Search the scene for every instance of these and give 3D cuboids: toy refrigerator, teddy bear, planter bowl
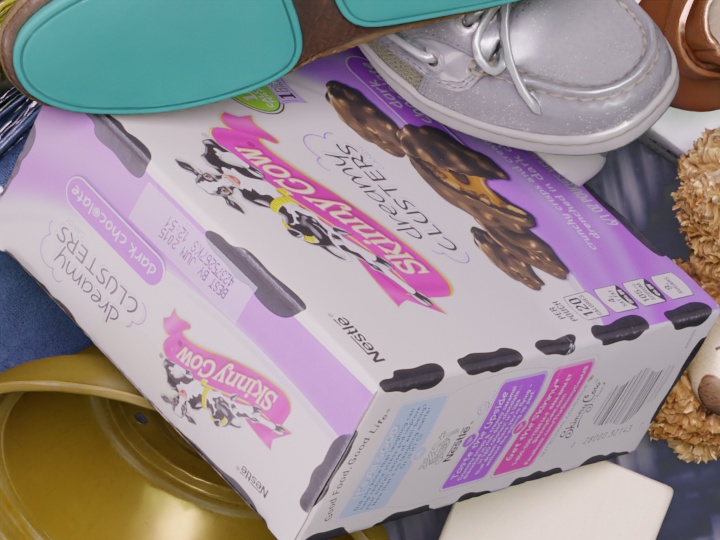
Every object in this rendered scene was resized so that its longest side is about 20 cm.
[{"bbox_3d":[0.045,0.162,1.123,0.076,0.070,0.201,21,85,4],"label":"toy refrigerator"},{"bbox_3d":[0.176,-0.008,1.121,0.199,0.145,0.067,-30,46,-9],"label":"teddy bear"},{"bbox_3d":[-0.063,0.081,1.088,0.200,0.201,0.084,26,51,-2],"label":"planter bowl"}]

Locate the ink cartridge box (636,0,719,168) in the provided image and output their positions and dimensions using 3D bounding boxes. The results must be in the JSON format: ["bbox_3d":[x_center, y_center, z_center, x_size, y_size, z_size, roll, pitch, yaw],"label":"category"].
[{"bbox_3d":[0.121,-0.161,1.157,0.200,0.041,0.200,33,86,-1],"label":"ink cartridge box"}]

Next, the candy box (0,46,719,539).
[{"bbox_3d":[0.000,0.000,1.036,0.168,0.200,0.072,44,122,25],"label":"candy box"}]

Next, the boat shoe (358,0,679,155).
[{"bbox_3d":[0.020,-0.110,1.024,0.202,0.065,0.074,38,75,21],"label":"boat shoe"}]

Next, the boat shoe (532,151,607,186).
[{"bbox_3d":[0.044,-0.122,1.092,0.071,0.070,0.201,-39,61,13],"label":"boat shoe"}]

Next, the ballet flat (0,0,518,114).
[{"bbox_3d":[-0.021,-0.105,0.973,0.199,0.072,0.068,-17,131,3],"label":"ballet flat"}]

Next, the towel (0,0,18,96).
[{"bbox_3d":[-0.150,-0.060,1.052,0.086,0.200,0.018,-41,92,-5],"label":"towel"}]

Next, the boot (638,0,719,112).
[{"bbox_3d":[0.183,-0.123,1.061,0.200,0.155,0.074,-41,92,-4],"label":"boot"}]

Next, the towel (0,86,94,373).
[{"bbox_3d":[-0.098,-0.034,1.109,0.200,0.112,0.049,-45,52,-5],"label":"towel"}]
